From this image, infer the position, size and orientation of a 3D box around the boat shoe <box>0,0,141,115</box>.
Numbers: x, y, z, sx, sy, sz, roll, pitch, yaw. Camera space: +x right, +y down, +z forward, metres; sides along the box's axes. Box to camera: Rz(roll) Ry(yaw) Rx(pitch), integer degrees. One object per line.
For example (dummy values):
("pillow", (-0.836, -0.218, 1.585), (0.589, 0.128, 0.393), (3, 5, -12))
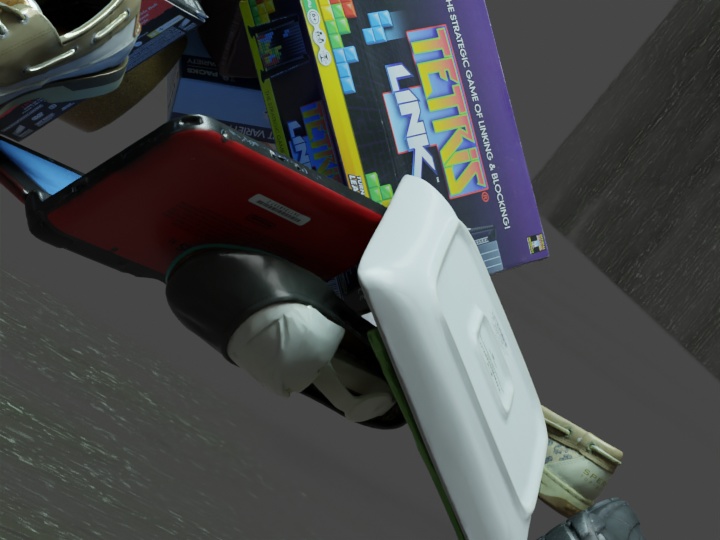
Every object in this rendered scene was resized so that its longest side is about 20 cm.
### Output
("boat shoe", (-0.193, -0.121, 1.169), (0.075, 0.068, 0.200), (38, 34, 20))

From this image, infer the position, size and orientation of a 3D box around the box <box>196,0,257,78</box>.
("box", (-0.033, -0.249, 1.513), (0.164, 0.166, 0.200), (0, 40, -28))

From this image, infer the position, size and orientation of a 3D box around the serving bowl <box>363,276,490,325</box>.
("serving bowl", (0.000, 0.000, 1.453), (0.200, 0.066, 0.200), (32, 46, -40))

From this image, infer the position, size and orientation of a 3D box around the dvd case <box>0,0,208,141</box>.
("dvd case", (-0.193, -0.138, 1.263), (0.200, 0.146, 0.022), (21, 41, -64))

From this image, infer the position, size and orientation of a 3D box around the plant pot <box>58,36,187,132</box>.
("plant pot", (-0.211, -0.192, 1.451), (0.200, 0.186, 0.186), (48, 4, -21))

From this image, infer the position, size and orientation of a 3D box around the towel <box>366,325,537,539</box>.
("towel", (0.062, 0.087, 1.336), (0.149, 0.031, 0.200), (65, 12, 0))

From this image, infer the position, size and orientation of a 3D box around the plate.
("plate", (0.061, 0.056, 1.258), (0.200, 0.032, 0.200), (-63, 131, -70))

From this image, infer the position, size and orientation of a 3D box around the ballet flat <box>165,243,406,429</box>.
("ballet flat", (-0.028, 0.042, 1.273), (0.200, 0.068, 0.068), (27, 23, -49))

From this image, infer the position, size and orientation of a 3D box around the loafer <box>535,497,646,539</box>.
("loafer", (0.136, 0.176, 1.304), (0.070, 0.068, 0.201), (59, 8, 7))

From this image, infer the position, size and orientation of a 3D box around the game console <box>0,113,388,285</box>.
("game console", (-0.107, -0.054, 1.268), (0.200, 0.172, 0.119), (24, 42, -52))

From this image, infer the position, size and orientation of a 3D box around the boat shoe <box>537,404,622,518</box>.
("boat shoe", (0.111, 0.099, 1.613), (0.200, 0.063, 0.073), (44, 9, 37))

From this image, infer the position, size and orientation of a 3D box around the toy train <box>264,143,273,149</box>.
("toy train", (-0.066, -0.062, 1.644), (0.116, 0.085, 0.200), (43, 8, 18))

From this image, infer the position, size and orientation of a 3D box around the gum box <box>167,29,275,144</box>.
("gum box", (-0.049, -0.159, 1.569), (0.170, 0.045, 0.200), (10, 38, -12))

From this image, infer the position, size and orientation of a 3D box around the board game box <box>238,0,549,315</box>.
("board game box", (0.024, -0.084, 1.384), (0.165, 0.057, 0.200), (-17, 92, -44))
